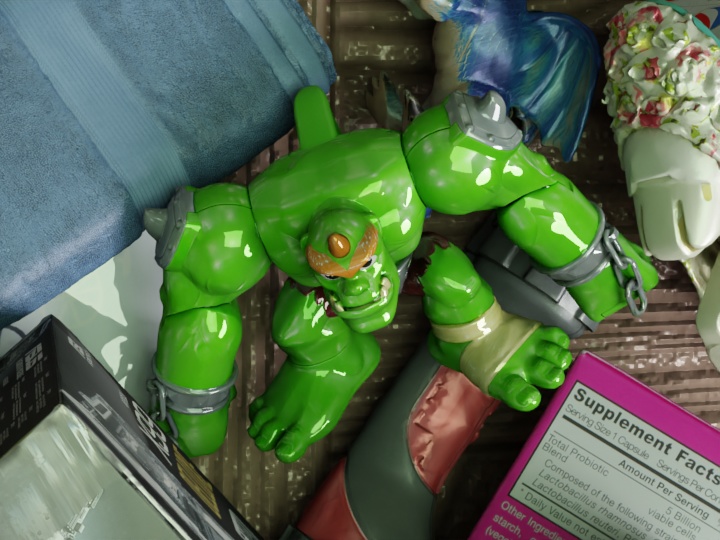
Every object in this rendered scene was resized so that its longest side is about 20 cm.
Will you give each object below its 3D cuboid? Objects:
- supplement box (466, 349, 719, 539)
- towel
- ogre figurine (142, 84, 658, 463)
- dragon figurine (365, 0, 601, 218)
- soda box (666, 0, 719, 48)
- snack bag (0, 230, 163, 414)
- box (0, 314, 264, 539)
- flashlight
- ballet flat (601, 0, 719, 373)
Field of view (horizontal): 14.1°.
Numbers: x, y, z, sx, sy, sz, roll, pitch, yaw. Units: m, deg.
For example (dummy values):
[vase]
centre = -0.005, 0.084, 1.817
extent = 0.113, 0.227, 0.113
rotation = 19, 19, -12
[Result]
[supplement box]
centre = 0.082, 0.144, 1.161
extent = 0.103, 0.101, 0.200
rotation = 32, 87, 10
[towel]
centre = -0.112, -0.060, 1.099
extent = 0.200, 0.049, 0.112
rotation = -36, 97, -19
[ogre figurine]
centre = 0.000, 0.000, 1.103
extent = 0.199, 0.098, 0.120
rotation = -6, 132, 22
[dragon figurine]
centre = 0.059, -0.076, 1.160
extent = 0.099, 0.059, 0.201
rotation = 7, 94, -18
[soda box]
centre = 0.179, -0.028, 1.175
extent = 0.064, 0.068, 0.200
rotation = -48, 122, -32
[snack bag]
centre = -0.159, 0.041, 1.127
extent = 0.199, 0.021, 0.190
rotation = -6, 99, -17
[box]
centre = -0.071, 0.100, 1.020
extent = 0.050, 0.200, 0.158
rotation = -42, 100, 0
[flashlight]
centre = 0.038, 0.063, 1.169
extent = 0.068, 0.068, 0.200
rotation = 37, 86, -18
[ballet flat]
centre = 0.144, -0.009, 1.116
extent = 0.064, 0.075, 0.200
rotation = -47, 115, -31
